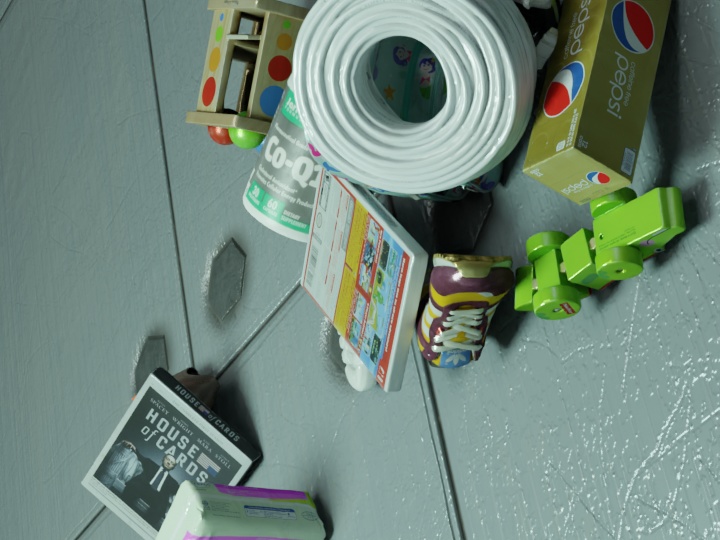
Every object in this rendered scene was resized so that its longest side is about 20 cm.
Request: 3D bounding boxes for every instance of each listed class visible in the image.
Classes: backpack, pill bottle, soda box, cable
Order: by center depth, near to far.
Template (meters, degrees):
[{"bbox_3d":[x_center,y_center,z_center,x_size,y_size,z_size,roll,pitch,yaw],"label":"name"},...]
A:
[{"bbox_3d":[0.192,-0.159,1.447,0.068,0.064,0.200,-24,44,54],"label":"soda box"},{"bbox_3d":[0.042,-0.156,1.465,0.069,0.200,0.200,-52,-18,-62],"label":"cable"},{"bbox_3d":[0.043,-0.154,1.617,0.150,0.200,0.178,8,86,40],"label":"backpack"},{"bbox_3d":[-0.035,-0.137,1.825,0.113,0.113,0.200,51,125,53],"label":"pill bottle"}]

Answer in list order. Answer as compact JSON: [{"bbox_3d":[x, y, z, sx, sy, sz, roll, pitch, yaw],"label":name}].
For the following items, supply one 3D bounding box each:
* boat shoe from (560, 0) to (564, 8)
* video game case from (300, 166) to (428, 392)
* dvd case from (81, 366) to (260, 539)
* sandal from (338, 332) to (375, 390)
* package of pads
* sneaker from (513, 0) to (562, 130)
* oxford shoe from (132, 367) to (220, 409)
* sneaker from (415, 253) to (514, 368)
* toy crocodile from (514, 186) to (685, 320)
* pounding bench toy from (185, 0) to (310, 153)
[{"bbox_3d":[0.183,-0.314,1.563,0.072,0.062,0.200,24,101,59],"label":"boat shoe"},{"bbox_3d":[0.000,0.000,1.671,0.200,0.017,0.143,50,136,51],"label":"video game case"},{"bbox_3d":[-0.213,0.220,2.009,0.150,0.025,0.200,40,126,7],"label":"dvd case"},{"bbox_3d":[0.004,0.015,1.769,0.082,0.050,0.203,175,91,-74],"label":"sandal"},{"bbox_3d":[-0.138,0.306,1.818,0.200,0.154,0.068,-62,37,25],"label":"package of pads"},{"bbox_3d":[0.147,-0.209,1.528,0.200,0.072,0.083,75,-160,-45],"label":"sneaker"},{"bbox_3d":[-0.209,0.153,2.095,0.073,0.071,0.200,-46,15,-17],"label":"oxford shoe"},{"bbox_3d":[0.089,0.038,1.564,0.200,0.075,0.090,107,166,-81],"label":"sneaker"},{"bbox_3d":[0.191,-0.011,1.465,0.200,0.062,0.068,-36,51,44],"label":"toy crocodile"},{"bbox_3d":[-0.080,-0.200,1.911,0.200,0.124,0.156,12,91,60],"label":"pounding bench toy"}]
